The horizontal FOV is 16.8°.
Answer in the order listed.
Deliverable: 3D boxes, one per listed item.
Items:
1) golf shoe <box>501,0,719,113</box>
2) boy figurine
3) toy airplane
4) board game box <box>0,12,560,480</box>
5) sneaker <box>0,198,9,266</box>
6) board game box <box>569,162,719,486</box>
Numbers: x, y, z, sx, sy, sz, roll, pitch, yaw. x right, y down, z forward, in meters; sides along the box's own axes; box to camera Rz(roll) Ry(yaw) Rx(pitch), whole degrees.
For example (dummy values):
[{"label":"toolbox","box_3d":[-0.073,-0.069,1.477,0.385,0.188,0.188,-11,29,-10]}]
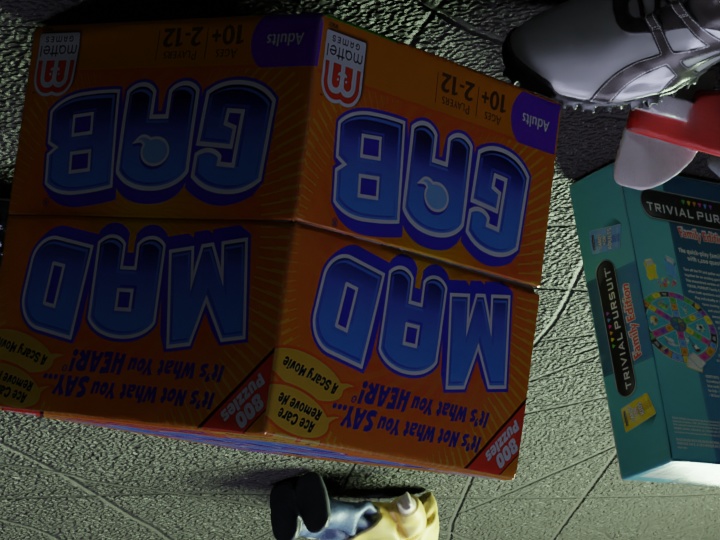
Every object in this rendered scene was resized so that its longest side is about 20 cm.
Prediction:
[{"label":"golf shoe","box_3d":[0.171,-0.141,1.275,0.199,0.078,0.095,-7,139,0]},{"label":"boy figurine","box_3d":[0.012,0.230,2.275,0.124,0.065,0.200,-25,156,39]},{"label":"toy airplane","box_3d":[0.243,-0.061,1.402,0.199,0.142,0.199,-11,-173,-41]},{"label":"board game box","box_3d":[-0.043,-0.009,1.252,0.199,0.201,0.200,3,172,40]},{"label":"sneaker","box_3d":[-0.182,-0.005,1.503,0.090,0.067,0.200,-9,165,-7]},{"label":"board game box","box_3d":[0.219,0.039,1.593,0.151,0.201,0.047,9,155,-41]}]
